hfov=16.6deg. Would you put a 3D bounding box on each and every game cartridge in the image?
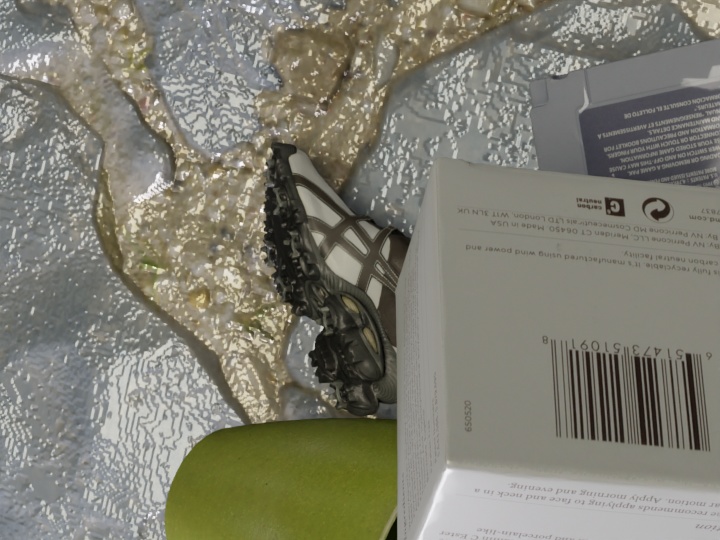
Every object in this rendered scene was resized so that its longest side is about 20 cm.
[{"bbox_3d":[0.200,-0.064,1.428,0.199,0.041,0.134,-10,82,25],"label":"game cartridge"}]

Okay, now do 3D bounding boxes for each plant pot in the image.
[{"bbox_3d":[-0.014,0.163,1.467,0.199,0.187,0.188,15,96,39],"label":"plant pot"}]

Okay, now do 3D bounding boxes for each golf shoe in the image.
[{"bbox_3d":[0.000,0.000,1.511,0.078,0.094,0.201,103,149,-51],"label":"golf shoe"}]

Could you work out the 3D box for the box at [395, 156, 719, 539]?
[{"bbox_3d":[0.124,0.062,1.325,0.198,0.131,0.201,6,54,-9],"label":"box"}]
